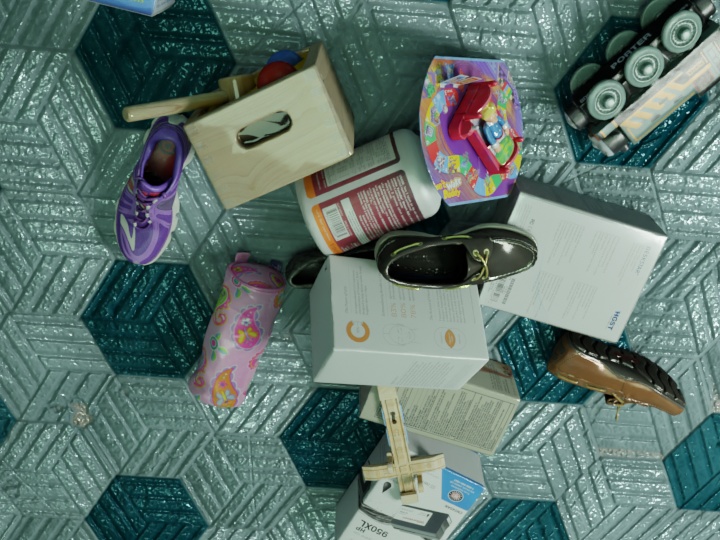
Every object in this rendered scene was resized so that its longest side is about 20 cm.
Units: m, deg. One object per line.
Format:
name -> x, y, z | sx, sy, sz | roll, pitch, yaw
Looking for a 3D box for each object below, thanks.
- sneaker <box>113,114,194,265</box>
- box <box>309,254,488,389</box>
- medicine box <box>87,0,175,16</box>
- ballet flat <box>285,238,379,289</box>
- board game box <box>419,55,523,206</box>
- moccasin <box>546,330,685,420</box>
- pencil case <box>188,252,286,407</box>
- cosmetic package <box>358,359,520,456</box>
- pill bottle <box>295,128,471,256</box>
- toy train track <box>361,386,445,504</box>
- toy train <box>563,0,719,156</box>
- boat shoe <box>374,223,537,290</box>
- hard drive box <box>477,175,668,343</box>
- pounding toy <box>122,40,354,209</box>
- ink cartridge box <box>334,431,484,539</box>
sneaker -> -0.260, -0.094, 0.961 | 0.079, 0.084, 0.203 | 18, 114, -8
box -> 0.044, 0.068, 0.975 | 0.196, 0.127, 0.098 | 6, 148, -17
medicine box -> -0.277, -0.393, 0.816 | 0.178, 0.103, 0.203 | 12, 115, -6
ballet flat -> 0.000, 0.000, 1.018 | 0.196, 0.057, 0.068 | -8, 116, 3
board game box -> 0.143, -0.158, 0.881 | 0.038, 0.198, 0.162 | 2, 100, 44
moccasin -> 0.351, 0.154, 1.082 | 0.198, 0.074, 0.079 | 19, 122, -12
pencil case -> -0.164, 0.082, 1.044 | 0.086, 0.088, 0.203 | 18, 112, -8
cosmetic package -> 0.104, 0.164, 1.076 | 0.196, 0.088, 0.105 | 19, 115, -10
pill bottle -> 0.029, -0.102, 0.944 | 0.197, 0.110, 0.111 | -21, 113, 9
toy train track -> 0.051, 0.235, 1.042 | 0.112, 0.033, 0.203 | -10, 115, 4
toy train -> 0.333, -0.222, 0.911 | 0.200, 0.086, 0.114 | -42, 118, 17
boat shoe -> 0.117, -0.010, 0.924 | 0.197, 0.061, 0.073 | -3, 116, -4
hard drive box -> 0.259, -0.014, 1.002 | 0.196, 0.077, 0.158 | 16, 114, -7
pounding toy -> -0.123, -0.171, 0.871 | 0.197, 0.185, 0.144 | -21, 113, 9
ink cartridge box -> 0.068, 0.334, 1.154 | 0.143, 0.085, 0.202 | 27, 112, -11
